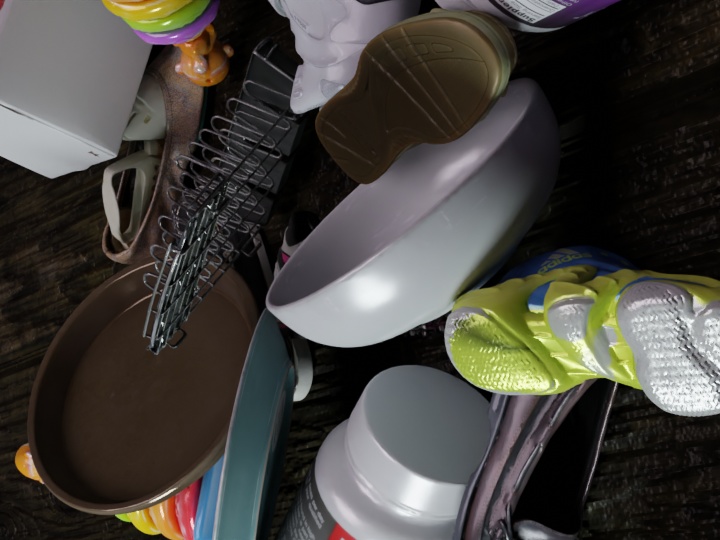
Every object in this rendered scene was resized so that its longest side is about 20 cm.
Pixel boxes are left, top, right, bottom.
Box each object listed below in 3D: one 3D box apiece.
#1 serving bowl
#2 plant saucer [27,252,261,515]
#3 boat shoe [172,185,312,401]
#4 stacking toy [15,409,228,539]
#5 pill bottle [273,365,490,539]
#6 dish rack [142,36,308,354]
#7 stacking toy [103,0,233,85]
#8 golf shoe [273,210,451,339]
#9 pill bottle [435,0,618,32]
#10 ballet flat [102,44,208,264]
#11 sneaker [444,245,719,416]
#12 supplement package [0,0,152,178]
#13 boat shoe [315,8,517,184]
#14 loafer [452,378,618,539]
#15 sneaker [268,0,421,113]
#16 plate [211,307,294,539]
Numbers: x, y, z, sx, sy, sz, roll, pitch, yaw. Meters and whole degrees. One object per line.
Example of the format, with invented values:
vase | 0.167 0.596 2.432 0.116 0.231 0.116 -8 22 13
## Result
serving bowl | 0.041 -0.022 1.047 0.066 0.200 0.200 49 146 -12
plant saucer | -0.147 0.080 1.281 0.199 0.029 0.201 -17 54 25
boat shoe | -0.102 0.017 1.347 0.201 0.060 0.074 63 141 29
stacking toy | -0.162 0.145 1.327 0.198 0.116 0.111 5 78 21
pill bottle | 0.011 0.163 1.151 0.114 0.113 0.201 57 138 35
dish rack | -0.097 -0.044 1.216 0.054 0.200 0.154 27 134 8
stacking toy | -0.137 -0.202 1.292 0.200 0.115 0.110 61 -168 -51
golf shoe | 0.000 0.000 1.183 0.199 0.072 0.093 1 93 56
pill bottle | 0.115 -0.193 0.950 0.200 0.112 0.113 -19 79 56
ballet flat | -0.165 -0.092 1.422 0.068 0.067 0.201 36 123 48
sneaker | 0.148 0.019 0.968 0.198 0.105 0.076 4 119 25
supplement package | -0.232 -0.190 1.399 0.121 0.119 0.201 -10 61 56
boat shoe | 0.039 -0.107 1.044 0.073 0.063 0.201 51 154 0
loafer | 0.102 0.129 1.054 0.063 0.071 0.202 28 114 47
sneaker | -0.031 -0.166 1.205 0.199 0.075 0.116 25 112 49
plate | -0.066 0.124 1.177 0.200 0.025 0.202 10 -90 -86
